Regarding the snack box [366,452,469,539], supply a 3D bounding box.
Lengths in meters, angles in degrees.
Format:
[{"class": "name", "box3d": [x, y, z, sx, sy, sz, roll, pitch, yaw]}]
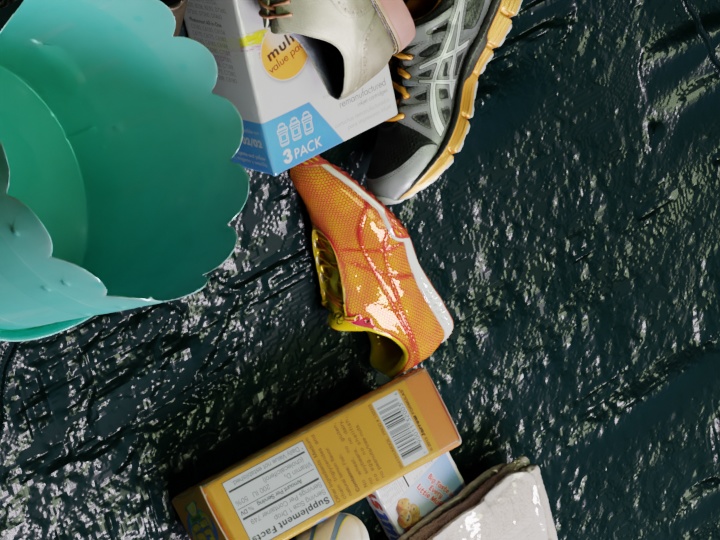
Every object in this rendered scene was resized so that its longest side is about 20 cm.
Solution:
[{"class": "snack box", "box3d": [0.049, 0.180, 1.694, 0.072, 0.024, 0.201, -44, 127, -24]}]

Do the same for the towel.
[{"class": "towel", "box3d": [0.076, 0.243, 1.696, 0.200, 0.034, 0.133, -35, 123, -26]}]

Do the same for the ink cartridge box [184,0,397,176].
[{"class": "ink cartridge box", "box3d": [-0.054, -0.180, 1.472, 0.115, 0.068, 0.201, -29, 119, -32]}]

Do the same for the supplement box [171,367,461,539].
[{"class": "supplement box", "box3d": [-0.030, 0.141, 1.562, 0.199, 0.066, 0.069, -24, 86, -28]}]

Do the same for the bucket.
[{"class": "bucket", "box3d": [-0.181, -0.061, 1.307, 0.207, 0.134, 0.209, 21, 61, -44]}]

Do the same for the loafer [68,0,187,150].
[{"class": "loafer", "box3d": [-0.146, -0.161, 1.395, 0.073, 0.071, 0.201, -18, 113, -36]}]

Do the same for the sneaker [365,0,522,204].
[{"class": "sneaker", "box3d": [0.043, -0.143, 1.573, 0.077, 0.078, 0.201, 27, 80, -29]}]

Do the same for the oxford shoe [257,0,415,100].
[{"class": "oxford shoe", "box3d": [-0.038, -0.188, 1.392, 0.074, 0.071, 0.200, -52, 127, -15]}]

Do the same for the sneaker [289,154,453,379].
[{"class": "sneaker", "box3d": [0.000, 0.000, 1.571, 0.077, 0.073, 0.201, -40, 123, -14]}]

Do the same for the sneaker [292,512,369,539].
[{"class": "sneaker", "box3d": [-0.078, 0.233, 1.563, 0.200, 0.076, 0.105, -50, 128, -18]}]
